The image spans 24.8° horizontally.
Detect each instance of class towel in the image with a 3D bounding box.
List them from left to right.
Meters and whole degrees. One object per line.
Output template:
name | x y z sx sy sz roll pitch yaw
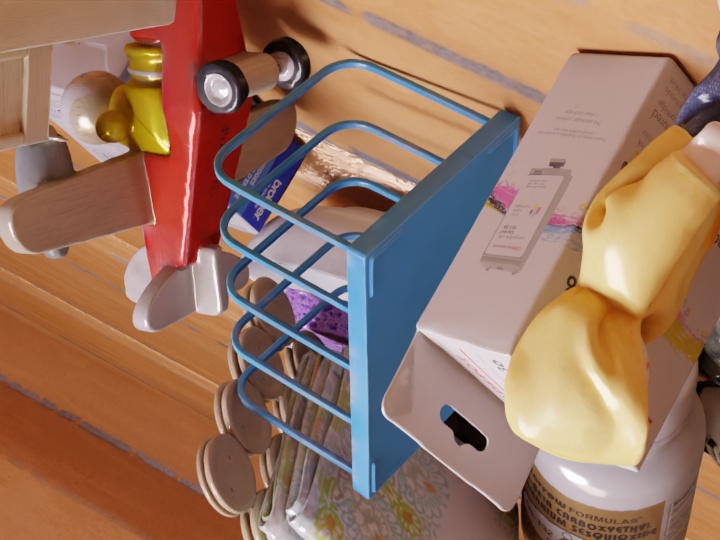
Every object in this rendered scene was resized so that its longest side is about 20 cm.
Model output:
towel | 0.026 0.159 1.048 0.200 0.171 0.048 41 122 -19

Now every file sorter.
file sorter | 0.000 0.000 0.951 0.123 0.139 0.200 29 142 26

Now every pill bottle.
pill bottle | 0.162 0.114 1.053 0.114 0.114 0.200 25 147 21

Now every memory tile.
memory tile | -0.046 0.113 1.061 0.017 0.200 0.153 -22 122 25

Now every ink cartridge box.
ink cartridge box | -0.133 -0.100 1.144 0.136 0.076 0.200 18 160 44
ink cartridge box | 0.106 0.012 0.771 0.067 0.200 0.116 14 159 50

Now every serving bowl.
serving bowl | 0.017 0.000 1.177 0.200 0.066 0.200 19 170 4

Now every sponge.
sponge | 0.048 0.056 1.145 0.200 0.030 0.112 13 169 33

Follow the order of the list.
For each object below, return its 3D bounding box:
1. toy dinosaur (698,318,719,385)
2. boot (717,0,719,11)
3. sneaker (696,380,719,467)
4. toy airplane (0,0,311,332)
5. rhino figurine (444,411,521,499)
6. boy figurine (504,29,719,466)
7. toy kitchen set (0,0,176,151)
toy dinosaur | 0.231 0.044 0.962 0.088 0.047 0.200 32 165 24
boot | 0.218 -0.067 0.556 0.200 0.074 0.096 28 163 -28
sneaker | 0.267 0.130 1.064 0.200 0.089 0.074 13 161 40
toy airplane | -0.121 -0.067 0.979 0.141 0.199 0.200 28 168 23
rhino figurine | 0.062 0.112 1.163 0.087 0.060 0.200 4 155 45
boy figurine | 0.123 -0.017 0.636 0.064 0.200 0.124 28 163 10
toy kitchen set | -0.212 -0.185 0.854 0.180 0.200 0.163 22 -154 32
